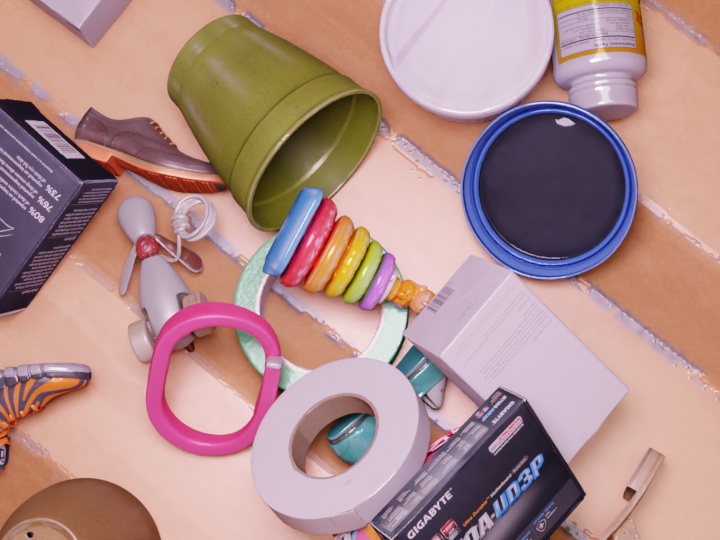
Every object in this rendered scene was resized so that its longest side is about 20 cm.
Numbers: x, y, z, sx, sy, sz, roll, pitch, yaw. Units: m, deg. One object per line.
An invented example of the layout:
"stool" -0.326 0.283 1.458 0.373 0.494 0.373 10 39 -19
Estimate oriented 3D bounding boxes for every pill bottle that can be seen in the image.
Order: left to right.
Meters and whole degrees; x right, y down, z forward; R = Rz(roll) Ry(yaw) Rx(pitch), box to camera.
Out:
"pill bottle" 0.269 -0.277 1.757 0.108 0.109 0.202 -5 81 2

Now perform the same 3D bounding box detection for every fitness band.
"fitness band" -0.163 0.123 1.690 0.142 0.038 0.201 10 125 -7

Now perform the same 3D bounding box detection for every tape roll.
"tape roll" -0.044 0.047 1.749 0.199 0.048 0.202 0 80 2
"tape roll" -0.022 0.185 1.625 0.201 0.037 0.204 -17 46 18

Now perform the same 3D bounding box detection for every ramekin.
"ramekin" 0.124 -0.263 1.763 0.201 0.094 0.204 -1 80 8

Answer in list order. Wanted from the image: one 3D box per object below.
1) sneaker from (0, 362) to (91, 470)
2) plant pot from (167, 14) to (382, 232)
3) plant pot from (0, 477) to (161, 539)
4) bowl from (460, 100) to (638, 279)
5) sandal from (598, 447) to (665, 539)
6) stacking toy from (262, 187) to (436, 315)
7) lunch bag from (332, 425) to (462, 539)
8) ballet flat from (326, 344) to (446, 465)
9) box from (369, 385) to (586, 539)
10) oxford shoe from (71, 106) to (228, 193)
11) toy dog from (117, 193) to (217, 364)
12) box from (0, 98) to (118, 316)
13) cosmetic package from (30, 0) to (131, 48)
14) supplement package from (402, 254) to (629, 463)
"sneaker" -0.394 0.168 1.740 0.198 0.078 0.113 -11 84 12
"plant pot" -0.112 -0.182 1.732 0.200 0.200 0.193 -44 69 -5
"plant pot" -0.319 0.312 1.642 0.185 0.200 0.188 0 79 2
"bowl" 0.214 -0.091 1.728 0.199 0.039 0.202 3 103 14
"sandal" 0.295 0.301 1.674 0.069 0.078 0.212 30 78 13
"stacking toy" 0.000 0.000 1.692 0.199 0.116 0.110 28 88 -7
"lunch bag" 0.062 0.248 1.644 0.199 0.176 0.082 -36 85 -5
"ballet flat" 0.051 0.145 1.727 0.200 0.067 0.070 -45 105 -5
"box" 0.123 0.243 1.557 0.200 0.046 0.159 -44 123 -16
"oxford shoe" -0.240 -0.141 1.780 0.199 0.071 0.073 16 77 6
"toy dog" -0.222 0.018 1.755 0.131 0.096 0.201 -2 67 10
"box" -0.399 -0.070 1.733 0.148 0.104 0.200 41 103 8
"cosmetic package" -0.303 -0.378 1.817 0.107 0.090 0.200 39 87 8
"supplement package" 0.167 0.099 1.656 0.200 0.120 0.121 44 84 -19
